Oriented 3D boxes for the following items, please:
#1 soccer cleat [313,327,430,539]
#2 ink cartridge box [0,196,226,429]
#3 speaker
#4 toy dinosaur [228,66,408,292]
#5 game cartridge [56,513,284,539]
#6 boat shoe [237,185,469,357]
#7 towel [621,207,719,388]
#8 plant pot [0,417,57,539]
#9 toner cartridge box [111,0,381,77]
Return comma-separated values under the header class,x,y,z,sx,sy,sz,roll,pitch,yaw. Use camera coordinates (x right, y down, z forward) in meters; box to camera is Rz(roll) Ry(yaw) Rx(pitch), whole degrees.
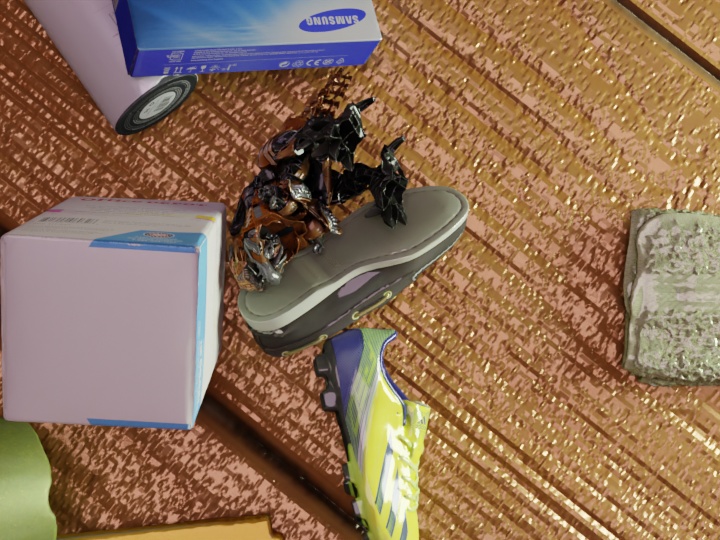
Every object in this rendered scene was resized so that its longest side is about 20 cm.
class,x,y,z,sx,sy,sz,roll,pitch,yaw
soccer cleat,0.023,0.142,0.786,0.083,0.065,0.202,-15,85,-7
ink cartridge box,-0.169,0.020,0.734,0.127,0.200,0.126,3,102,-2
speaker,-0.219,-0.213,0.803,0.081,0.081,0.201,-36,87,-5
toy dinosaur,-0.043,-0.080,0.782,0.135,0.102,0.202,-7,74,37
game cartridge,-0.152,0.289,0.784,0.198,0.032,0.178,-4,85,-5
boat shoe,0.000,0.000,0.802,0.200,0.061,0.072,-28,46,-8
towel,0.313,0.024,0.820,0.198,0.036,0.150,3,85,-2
plant pot,-0.324,0.176,0.701,0.189,0.199,0.202,-5,83,-39
toner cartridge box,-0.089,-0.208,0.784,0.199,0.043,0.096,-9,76,-25
